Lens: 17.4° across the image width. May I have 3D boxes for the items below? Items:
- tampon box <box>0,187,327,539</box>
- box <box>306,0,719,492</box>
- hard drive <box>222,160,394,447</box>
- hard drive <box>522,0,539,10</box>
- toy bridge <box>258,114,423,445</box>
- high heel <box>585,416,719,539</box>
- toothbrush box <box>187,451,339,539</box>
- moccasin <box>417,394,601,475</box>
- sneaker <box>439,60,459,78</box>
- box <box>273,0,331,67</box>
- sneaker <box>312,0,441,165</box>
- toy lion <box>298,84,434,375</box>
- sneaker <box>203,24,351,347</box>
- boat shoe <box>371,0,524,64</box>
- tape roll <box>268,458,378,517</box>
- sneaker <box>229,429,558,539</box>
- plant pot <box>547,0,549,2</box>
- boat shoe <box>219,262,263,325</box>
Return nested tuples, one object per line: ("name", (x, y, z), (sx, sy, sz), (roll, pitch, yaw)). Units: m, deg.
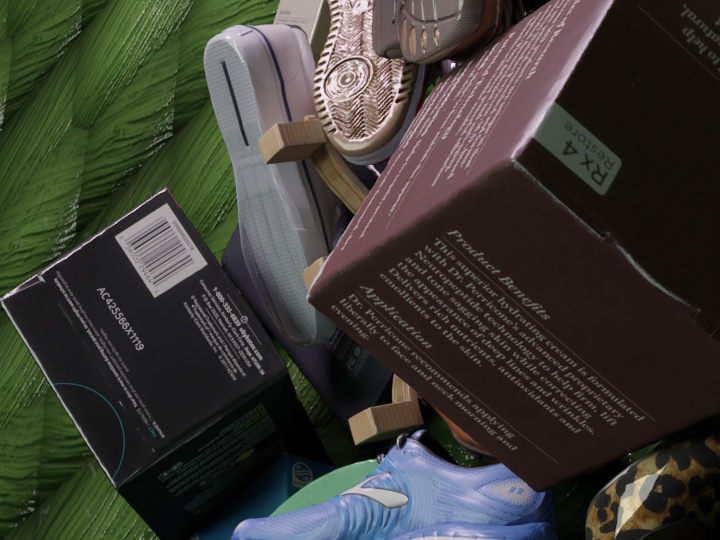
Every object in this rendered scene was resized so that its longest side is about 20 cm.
("tampon box", (-0.120, 0.070, 1.497), (0.150, 0.126, 0.200), (55, 174, 18))
("box", (0.113, -0.023, 1.138), (0.200, 0.166, 0.164), (-32, 21, 54))
("hard drive", (-0.010, -0.004, 1.488), (0.200, 0.033, 0.140), (50, 120, 43))
("hard drive", (0.039, -0.240, 1.482), (0.033, 0.139, 0.200), (-48, 24, 9))
("toy bridge", (0.000, 0.000, 1.373), (0.027, 0.067, 0.201), (-39, 64, 53))
("high heel", (0.152, 0.175, 1.127), (0.200, 0.071, 0.143), (-55, 44, 25))
("toothbrush box", (-0.046, 0.238, 1.449), (0.146, 0.085, 0.201), (-44, 37, 44))
("moccasin", (0.087, 0.062, 1.310), (0.201, 0.073, 0.078), (-134, 54, -72))
("sneaker", (0.108, -0.107, 1.368), (0.115, 0.075, 0.200), (-37, 25, 28))
("box", (-0.006, -0.211, 1.664), (0.082, 0.068, 0.201), (20, 92, 64))
("sneaker", (0.020, -0.116, 1.444), (0.071, 0.113, 0.201), (-16, 46, 15))
("toy lion", (0.000, -0.033, 1.562), (0.200, 0.068, 0.192), (-61, 35, 24))
("sneaker", (-0.035, -0.055, 1.440), (0.073, 0.071, 0.201), (0, 104, 55))
("boat shoe", (0.055, -0.147, 1.282), (0.200, 0.071, 0.076), (-139, 54, -78))
("tape roll", (0.007, 0.204, 1.304), (0.200, 0.048, 0.201), (-18, 54, 26))
("sneaker", (0.020, 0.137, 1.256), (0.199, 0.079, 0.089), (-7, 52, 29))
("plant pot", (0.111, -0.246, 1.321), (0.200, 0.177, 0.201), (-41, 40, 49))
("boat shoe", (-0.110, 0.072, 1.721), (0.200, 0.071, 0.076), (-58, 43, 45))
